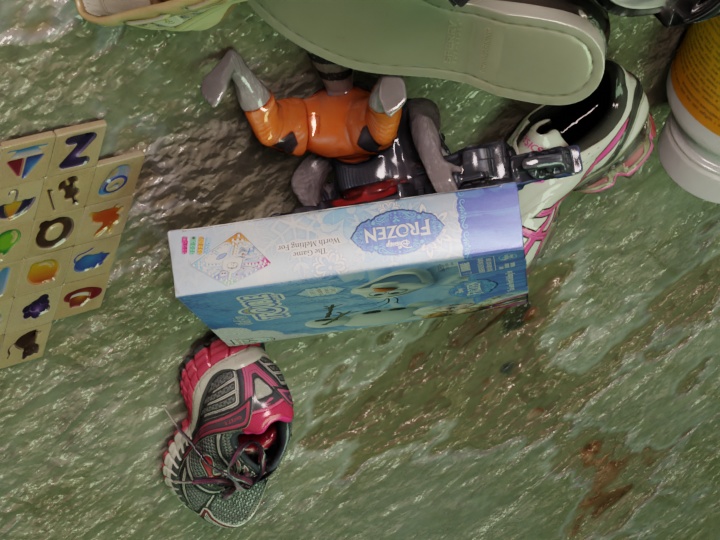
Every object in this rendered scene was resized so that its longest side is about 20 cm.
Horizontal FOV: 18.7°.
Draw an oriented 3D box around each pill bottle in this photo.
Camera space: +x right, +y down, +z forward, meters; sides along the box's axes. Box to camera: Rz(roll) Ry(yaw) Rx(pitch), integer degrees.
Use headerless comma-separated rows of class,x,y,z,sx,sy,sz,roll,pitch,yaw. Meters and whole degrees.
pill bottle,0.270,-0.142,1.468,0.110,0.111,0.201,-18,147,-31

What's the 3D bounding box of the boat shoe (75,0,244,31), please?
boat shoe,-0.080,-0.153,1.034,0.062,0.074,0.200,-14,171,-24

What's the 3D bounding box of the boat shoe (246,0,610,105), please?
boat shoe,0.035,-0.143,1.166,0.061,0.200,0.072,-72,179,-49

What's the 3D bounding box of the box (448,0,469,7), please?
box,-0.019,-0.218,0.969,0.049,0.162,0.200,-42,151,8

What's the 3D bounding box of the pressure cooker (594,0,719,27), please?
pressure cooker,0.145,-0.229,1.097,0.179,0.200,0.176,-45,153,16

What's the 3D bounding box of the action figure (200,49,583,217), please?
action figure,0.023,-0.088,1.274,0.198,0.106,0.193,-10,163,16

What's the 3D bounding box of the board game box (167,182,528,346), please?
board game box,0.000,0.000,1.303,0.197,0.044,0.200,-7,170,4

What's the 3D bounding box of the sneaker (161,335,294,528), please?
sneaker,-0.088,0.124,1.503,0.080,0.075,0.201,-25,151,-20

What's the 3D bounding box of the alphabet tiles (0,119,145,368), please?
alphabet tiles,-0.207,-0.004,1.245,0.166,0.006,0.201,-17,146,-34

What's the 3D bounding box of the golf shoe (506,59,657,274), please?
golf shoe,0.108,-0.062,1.454,0.200,0.073,0.092,-44,147,-7
